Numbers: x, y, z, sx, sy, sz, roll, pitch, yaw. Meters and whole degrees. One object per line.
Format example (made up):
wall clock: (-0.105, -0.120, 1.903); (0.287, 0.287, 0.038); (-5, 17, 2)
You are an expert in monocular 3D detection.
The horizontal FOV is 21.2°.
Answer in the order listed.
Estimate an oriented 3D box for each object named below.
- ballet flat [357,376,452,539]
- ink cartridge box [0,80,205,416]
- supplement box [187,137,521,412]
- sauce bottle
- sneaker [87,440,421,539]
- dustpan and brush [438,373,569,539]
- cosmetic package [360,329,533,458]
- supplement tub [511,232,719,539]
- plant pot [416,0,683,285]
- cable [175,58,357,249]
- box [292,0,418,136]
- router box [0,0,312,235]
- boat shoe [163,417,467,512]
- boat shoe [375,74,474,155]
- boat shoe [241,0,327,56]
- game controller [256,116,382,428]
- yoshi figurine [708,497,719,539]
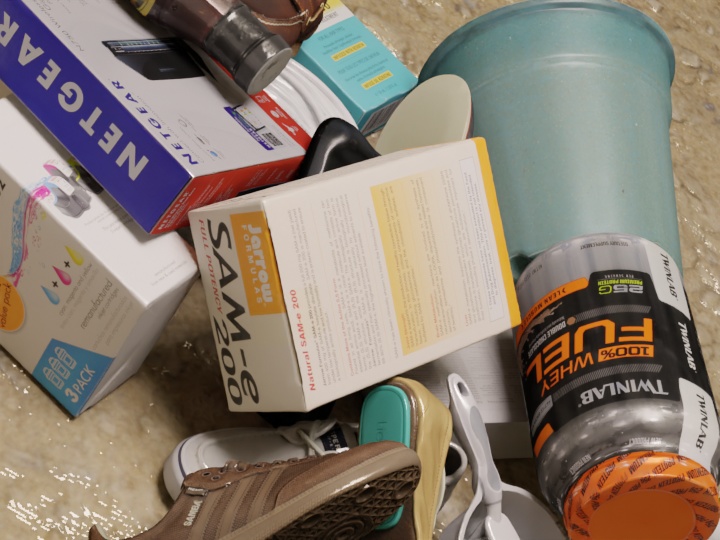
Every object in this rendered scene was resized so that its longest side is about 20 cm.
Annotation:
ballet flat: (0.024, 0.166, 1.149); (0.063, 0.068, 0.202); (23, 73, -50)
ink cartridge box: (-0.203, -0.025, 1.167); (0.200, 0.115, 0.068); (43, 39, 8)
supplement box: (0.000, 0.000, 1.180); (0.199, 0.073, 0.127); (-18, 99, -44)
sauce bottle: (-0.125, -0.194, 1.220); (0.200, 0.066, 0.066); (43, 40, 11)
sneaker: (-0.064, 0.134, 1.096); (0.199, 0.071, 0.076); (-26, 59, -11)
dustpan and brush: (0.083, 0.164, 1.198); (0.139, 0.057, 0.201); (-16, 79, -46)
cosmetic package: (0.096, 0.086, 1.331); (0.199, 0.051, 0.083); (3, 48, -35)
supplement tub: (0.167, 0.084, 1.246); (0.122, 0.123, 0.201); (17, 41, -23)
plant pot: (0.150, -0.063, 1.416); (0.199, 0.200, 0.197); (12, 53, -27)
cable: (-0.091, -0.083, 1.341); (0.199, 0.069, 0.201); (12, 44, -28)
box: (-0.053, -0.187, 1.483); (0.200, 0.049, 0.082); (46, 40, 10)
router box: (-0.139, -0.117, 1.205); (0.200, 0.049, 0.179); (45, 23, 11)
boat shoe: (-0.023, 0.123, 1.196); (0.199, 0.066, 0.072); (12, 46, -28)
boat shoe: (0.044, -0.040, 1.353); (0.063, 0.071, 0.201); (39, 59, -49)
boat shoe: (-0.064, -0.188, 1.334); (0.070, 0.071, 0.200); (36, 14, -1)
game controller: (-0.027, 0.004, 1.242); (0.104, 0.042, 0.201); (39, 61, -46)
yoshi figurine: (0.250, 0.179, 1.315); (0.199, 0.112, 0.113); (33, 46, 0)
